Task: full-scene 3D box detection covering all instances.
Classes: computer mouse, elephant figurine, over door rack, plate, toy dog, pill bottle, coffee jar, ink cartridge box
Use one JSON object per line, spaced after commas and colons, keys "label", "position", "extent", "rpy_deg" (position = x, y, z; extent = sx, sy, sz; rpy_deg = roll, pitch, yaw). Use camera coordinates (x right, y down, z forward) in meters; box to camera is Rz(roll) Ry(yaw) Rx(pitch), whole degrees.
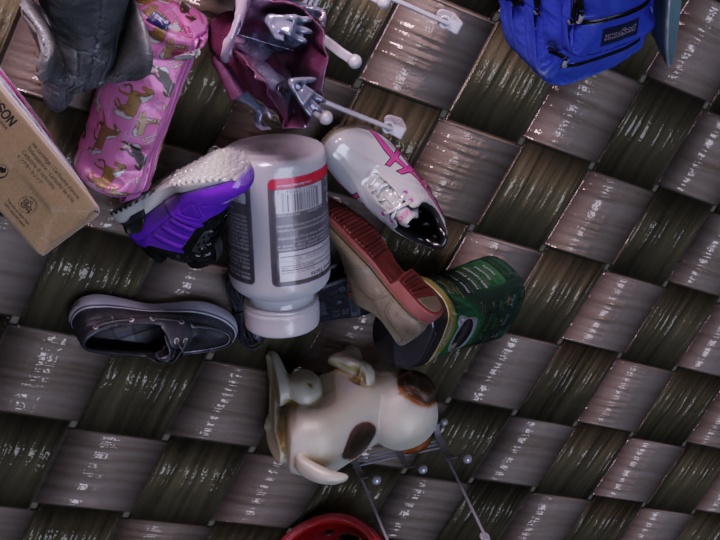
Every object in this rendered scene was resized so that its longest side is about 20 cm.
{"label": "computer mouse", "position": [-0.064, 0.009, 1.567], "extent": [0.198, 0.046, 0.141], "rpy_deg": [-17, 135, -2]}
{"label": "elephant figurine", "position": [-0.250, -0.219, 1.215], "extent": [0.140, 0.155, 0.202], "rpy_deg": [5, 113, 9]}
{"label": "over door rack", "position": [0.005, -0.223, 1.406], "extent": [0.199, 0.067, 0.148], "rpy_deg": [13, 117, -35]}
{"label": "plate", "position": [0.338, -0.325, 1.475], "extent": [0.025, 0.201, 0.201], "rpy_deg": [5, 132, 16]}
{"label": "toy dog", "position": [-0.003, 0.169, 1.625], "extent": [0.198, 0.194, 0.141], "rpy_deg": [-8, 115, -16]}
{"label": "pill bottle", "position": [-0.088, -0.035, 1.435], "extent": [0.110, 0.111, 0.202], "rpy_deg": [-11, 114, -22]}
{"label": "coffee jar", "position": [0.105, 0.049, 1.621], "extent": [0.199, 0.085, 0.105], "rpy_deg": [-14, 137, -47]}
{"label": "over door rack", "position": [0.082, 0.294, 1.754], "extent": [0.147, 0.201, 0.067], "rpy_deg": [-9, 153, -23]}
{"label": "ink cartridge box", "position": [-0.338, -0.134, 1.223], "extent": [0.075, 0.165, 0.200], "rpy_deg": [-36, 134, -3]}

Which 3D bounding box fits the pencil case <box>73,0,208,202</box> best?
{"label": "pencil case", "position": [-0.217, -0.169, 1.317], "extent": [0.082, 0.087, 0.201], "rpy_deg": [13, 118, -24]}

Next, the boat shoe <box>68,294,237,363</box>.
{"label": "boat shoe", "position": [-0.225, 0.073, 1.498], "extent": [0.199, 0.067, 0.070], "rpy_deg": [12, 127, -32]}

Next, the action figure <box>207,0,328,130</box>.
{"label": "action figure", "position": [-0.109, -0.205, 1.278], "extent": [0.148, 0.200, 0.135], "rpy_deg": [14, 102, -35]}

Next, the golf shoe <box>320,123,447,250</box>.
{"label": "golf shoe", "position": [0.034, -0.095, 1.511], "extent": [0.073, 0.092, 0.200], "rpy_deg": [-46, 131, 11]}

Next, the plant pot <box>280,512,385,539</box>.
{"label": "plant pot", "position": [-0.013, 0.455, 1.820], "extent": [0.200, 0.201, 0.183], "rpy_deg": [-39, 135, 3]}

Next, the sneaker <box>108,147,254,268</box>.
{"label": "sneaker", "position": [-0.162, -0.055, 1.369], "extent": [0.070, 0.199, 0.100], "rpy_deg": [-47, 112, -42]}

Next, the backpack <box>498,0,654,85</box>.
{"label": "backpack", "position": [0.227, -0.295, 1.422], "extent": [0.161, 0.168, 0.201], "rpy_deg": [-16, 135, -10]}

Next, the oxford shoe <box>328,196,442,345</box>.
{"label": "oxford shoe", "position": [0.000, 0.000, 1.511], "extent": [0.075, 0.200, 0.070], "rpy_deg": [-47, 167, 26]}
